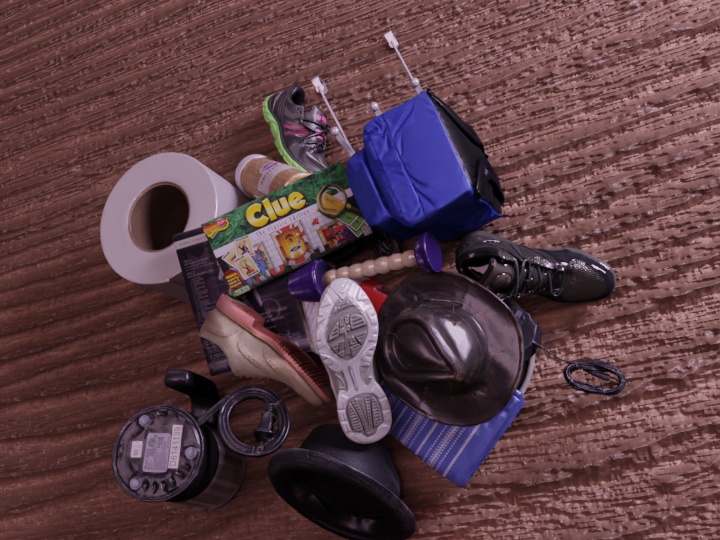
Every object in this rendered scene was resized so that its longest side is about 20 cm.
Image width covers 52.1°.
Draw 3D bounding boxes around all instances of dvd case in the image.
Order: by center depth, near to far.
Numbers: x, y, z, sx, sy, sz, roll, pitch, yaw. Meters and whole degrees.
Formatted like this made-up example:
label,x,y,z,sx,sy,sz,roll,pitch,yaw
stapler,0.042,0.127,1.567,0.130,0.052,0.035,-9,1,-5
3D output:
label,x,y,z,sx,sy,sz,roll,pitch,yaw
dvd case,-0.159,0.029,0.991,0.149,0.016,0.200,-16,91,12

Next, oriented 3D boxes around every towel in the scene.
label,x,y,z,sx,sy,sz,roll,pitch,yaw
towel,0.089,0.158,0.931,0.200,0.024,0.145,36,100,20

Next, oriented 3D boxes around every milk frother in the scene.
label,x,y,z,sx,sy,sz,roll,pitch,yaw
milk frother,-0.185,0.236,0.974,0.200,0.188,0.181,16,73,14

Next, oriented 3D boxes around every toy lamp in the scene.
label,x,y,z,sx,sy,sz,roll,pitch,yaw
toy lamp,0.000,0.000,0.923,0.200,0.058,0.058,-16,70,26

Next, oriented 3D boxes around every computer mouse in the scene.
label,x,y,z,sx,sy,sz,roll,pitch,yaw
computer mouse,0.224,0.098,0.898,0.200,0.034,0.059,29,70,21
computer mouse,-0.047,-0.041,1.068,0.200,0.053,0.139,-25,89,13

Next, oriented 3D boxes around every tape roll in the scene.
label,x,y,z,sx,sy,sz,roll,pitch,yaw
tape roll,-0.267,-0.060,1.115,0.203,0.139,0.203,-6,74,20

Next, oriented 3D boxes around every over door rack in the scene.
label,x,y,z,sx,sy,sz,roll,pitch,yaw
over door rack,0.018,-0.252,1.096,0.148,0.067,0.200,-29,67,11

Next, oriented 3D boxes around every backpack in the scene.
label,x,y,z,sx,sy,sz,roll,pitch,yaw
backpack,0.088,-0.122,0.959,0.168,0.200,0.163,-23,77,24

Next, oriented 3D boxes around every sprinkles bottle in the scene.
label,x,y,z,sx,sy,sz,roll,pitch,yaw
sprinkles bottle,-0.119,-0.122,1.062,0.068,0.068,0.200,-58,32,-2

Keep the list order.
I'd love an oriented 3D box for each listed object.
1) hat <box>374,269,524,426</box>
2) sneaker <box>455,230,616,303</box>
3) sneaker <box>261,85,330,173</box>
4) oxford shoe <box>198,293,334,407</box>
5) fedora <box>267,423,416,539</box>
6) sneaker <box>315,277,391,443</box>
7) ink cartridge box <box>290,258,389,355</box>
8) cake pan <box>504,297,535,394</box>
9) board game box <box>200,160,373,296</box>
label,x,y,z,sx,sy,sz,roll,pitch,yaw
hat,0.088,0.093,0.869,0.200,0.081,0.201,-1,89,28
sneaker,0.210,0.010,0.908,0.199,0.114,0.076,16,116,12
sneaker,-0.084,-0.205,1.118,0.084,0.077,0.200,-34,67,14
oxford shoe,-0.120,0.116,0.944,0.200,0.071,0.074,39,92,17
fedora,-0.013,0.258,0.927,0.200,0.201,0.092,5,46,23
sneaker,-0.016,0.107,0.909,0.078,0.099,0.200,-8,95,-8
ink cartridge box,-0.047,0.051,1.011,0.200,0.067,0.116,24,97,10
cake pan,0.130,0.110,0.966,0.200,0.037,0.200,-6,73,20
board game box,-0.094,-0.054,0.955,0.200,0.023,0.105,-26,93,-2
